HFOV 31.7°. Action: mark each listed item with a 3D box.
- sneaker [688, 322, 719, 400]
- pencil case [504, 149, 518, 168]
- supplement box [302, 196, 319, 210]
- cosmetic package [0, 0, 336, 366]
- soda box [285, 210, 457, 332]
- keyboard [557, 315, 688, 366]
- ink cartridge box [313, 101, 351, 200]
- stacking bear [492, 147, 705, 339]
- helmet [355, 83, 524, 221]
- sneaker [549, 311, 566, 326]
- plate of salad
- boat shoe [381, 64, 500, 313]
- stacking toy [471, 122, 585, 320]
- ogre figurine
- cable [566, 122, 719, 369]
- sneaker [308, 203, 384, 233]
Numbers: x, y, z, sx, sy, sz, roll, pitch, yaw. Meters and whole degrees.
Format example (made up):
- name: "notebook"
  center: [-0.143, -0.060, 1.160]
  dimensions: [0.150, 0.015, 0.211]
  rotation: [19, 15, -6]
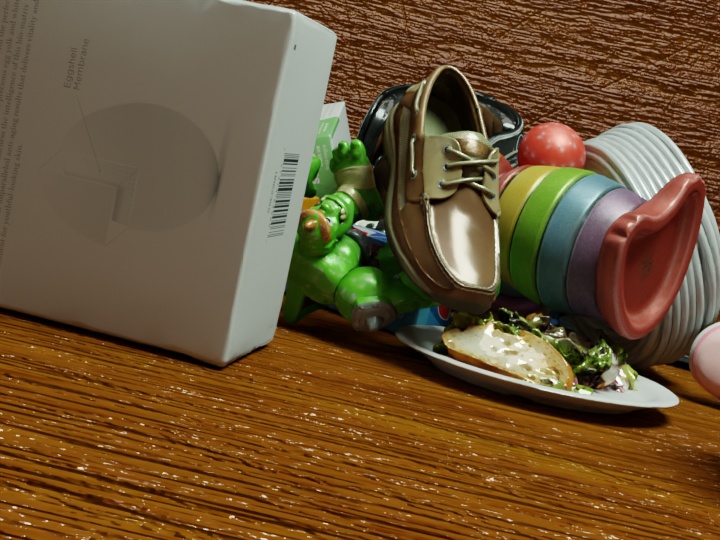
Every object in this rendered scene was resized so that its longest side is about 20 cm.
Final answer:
- name: "sneaker"
  center: [0.341, 0.084, 0.923]
  dimensions: [0.200, 0.076, 0.105]
  rotation: [18, 2, 12]
- name: "pencil case"
  center: [0.202, -0.035, 1.210]
  dimensions: [0.089, 0.078, 0.200]
  rotation: [-9, -37, 33]
- name: "supplement box"
  center: [-0.153, -0.058, 1.250]
  dimensions: [0.199, 0.074, 0.126]
  rotation: [14, 6, 8]
- name: "cosmetic package"
  center: [-0.138, -0.069, 0.759]
  dimensions: [0.199, 0.200, 0.123]
  rotation: [14, 6, 8]
- name: "soda box"
  center: [0.000, 0.000, 1.044]
  dimensions: [0.200, 0.068, 0.064]
  rotation: [18, 8, 43]
- name: "keyboard"
  center: [0.295, 0.073, 1.225]
  dimensions: [0.199, 0.021, 0.127]
  rotation: [17, 13, 27]
- name: "ink cartridge box"
  center: [-0.115, -0.115, 1.383]
  dimensions: [0.199, 0.085, 0.146]
  rotation: [-7, 21, 8]
- name: "stacking bear"
  center: [0.136, -0.034, 0.949]
  dimensions: [0.200, 0.114, 0.121]
  rotation: [24, 40, 35]
- name: "helmet"
  center: [0.074, -0.076, 1.288]
  dimensions: [0.199, 0.191, 0.200]
  rotation: [9, 25, -5]
- name: "sneaker"
  center: [0.161, 0.011, 1.250]
  dimensions: [0.066, 0.079, 0.200]
  rotation: [14, 4, 34]
- name: "plate of salad"
  center: [0.122, 0.056, 0.876]
  dimensions: [0.199, 0.048, 0.200]
  rotation: [12, 5, -1]
- name: "boat shoe"
  center: [0.059, -0.064, 0.869]
  dimensions: [0.075, 0.074, 0.200]
  rotation: [10, 46, -23]
- name: "stacking toy"
  center: [0.139, -0.039, 1.060]
  dimensions: [0.085, 0.200, 0.086]
  rotation: [5, 48, -5]
- name: "ogre figurine"
  center: [-0.007, -0.019, 0.914]
  dimensions: [0.200, 0.098, 0.120]
  rotation: [46, 48, 9]
- name: "cable"
  center: [0.221, -0.018, 1.051]
  dimensions: [0.069, 0.201, 0.200]
  rotation: [-14, -6, -15]
- name: "sneaker"
  center: [0.031, -0.007, 1.155]
  dimensions: [0.200, 0.079, 0.090]
  rotation: [27, 2, 44]
